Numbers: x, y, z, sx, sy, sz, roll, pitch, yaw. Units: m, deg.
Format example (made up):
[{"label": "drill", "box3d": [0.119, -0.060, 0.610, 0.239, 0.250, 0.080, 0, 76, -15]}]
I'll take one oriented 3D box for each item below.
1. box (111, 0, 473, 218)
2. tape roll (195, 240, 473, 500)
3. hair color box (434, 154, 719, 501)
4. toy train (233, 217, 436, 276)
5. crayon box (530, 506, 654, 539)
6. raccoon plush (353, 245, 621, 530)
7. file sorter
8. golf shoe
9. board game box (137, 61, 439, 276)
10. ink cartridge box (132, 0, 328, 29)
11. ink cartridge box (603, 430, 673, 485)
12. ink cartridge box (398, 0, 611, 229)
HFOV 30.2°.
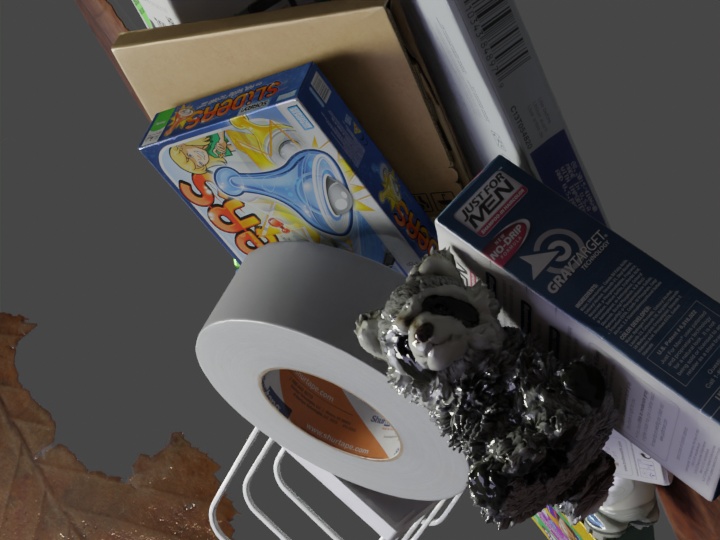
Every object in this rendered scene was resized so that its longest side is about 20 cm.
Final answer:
[{"label": "box", "box3d": [-0.040, -0.094, 0.848, 0.198, 0.021, 0.164, -2, 134, 29]}, {"label": "tape roll", "box3d": [-0.006, 0.069, 0.873, 0.199, 0.066, 0.201, 24, 152, 13]}, {"label": "hair color box", "box3d": [0.136, 0.031, 0.744, 0.199, 0.061, 0.100, 37, 161, 23]}, {"label": "toy train", "box3d": [0.000, 0.000, 0.980, 0.085, 0.198, 0.117, -33, -58, -67]}, {"label": "crayon box", "box3d": [0.181, 0.193, 1.191, 0.200, 0.058, 0.173, 51, 170, 36]}, {"label": "raccoon plush", "box3d": [0.069, 0.079, 0.770, 0.134, 0.097, 0.201, 45, 165, 28]}, {"label": "file sorter", "box3d": [-0.002, 0.163, 1.059, 0.139, 0.125, 0.200, 40, -150, 16]}, {"label": "golf shoe", "box3d": [0.165, 0.112, 1.040, 0.200, 0.078, 0.098, 44, 144, 43]}, {"label": "board game box", "box3d": [-0.032, -0.035, 0.864, 0.135, 0.035, 0.200, -12, 132, 36]}, {"label": "ink cartridge box", "box3d": [-0.066, -0.181, 0.955, 0.201, 0.145, 0.147, 62, 169, -28]}, {"label": "ink cartridge box", "box3d": [0.113, 0.087, 0.921, 0.198, 0.042, 0.120, 5, 142, 25]}, {"label": "ink cartridge box", "box3d": [0.059, -0.117, 0.836, 0.200, 0.040, 0.200, 61, 168, -30]}]
